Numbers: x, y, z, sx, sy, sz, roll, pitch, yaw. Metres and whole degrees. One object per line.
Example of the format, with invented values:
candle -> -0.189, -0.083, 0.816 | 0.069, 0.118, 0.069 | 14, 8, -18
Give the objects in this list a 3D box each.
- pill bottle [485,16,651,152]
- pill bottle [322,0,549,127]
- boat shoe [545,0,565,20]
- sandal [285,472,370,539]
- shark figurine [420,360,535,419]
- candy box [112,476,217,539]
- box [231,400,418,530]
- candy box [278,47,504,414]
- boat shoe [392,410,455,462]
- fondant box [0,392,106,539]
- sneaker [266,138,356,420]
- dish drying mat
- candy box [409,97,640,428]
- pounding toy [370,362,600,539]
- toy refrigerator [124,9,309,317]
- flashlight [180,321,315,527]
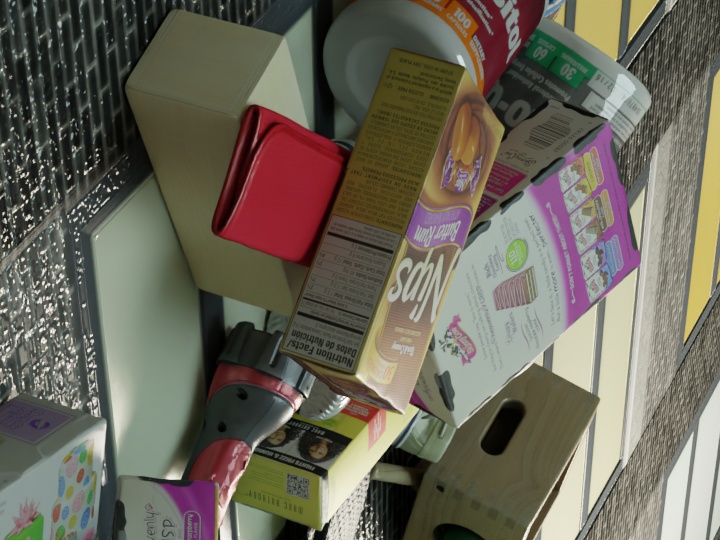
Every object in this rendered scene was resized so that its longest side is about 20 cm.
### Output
pill bottle -> 0.117, -0.079, 1.558 | 0.200, 0.113, 0.113 | -55, 159, 2
pill bottle -> 0.064, -0.183, 1.458 | 0.200, 0.113, 0.113 | -54, 152, -44
boat shoe -> 0.098, -0.180, 1.627 | 0.200, 0.072, 0.073 | -40, 147, -41
sandal -> -0.034, 0.203, 1.606 | 0.201, 0.048, 0.075 | 102, 15, -49
shark figurine -> 0.120, 0.032, 1.672 | 0.089, 0.128, 0.215 | -40, -146, 55
candy box -> -0.122, 0.233, 1.215 | 0.200, 0.061, 0.137 | 102, -10, -46
box -> -0.016, 0.109, 1.527 | 0.200, 0.075, 0.050 | -44, 144, -52
candy box -> 0.023, -0.021, 1.289 | 0.200, 0.056, 0.117 | -69, 160, -8
boat shoe -> 0.079, 0.068, 1.731 | 0.200, 0.062, 0.072 | -59, -172, -20
fondant box -> -0.203, 0.185, 1.120 | 0.144, 0.058, 0.201 | -35, 138, -60
sneaker -> 0.000, 0.000, 1.475 | 0.129, 0.079, 0.200 | -20, 114, -55
dish drying mat -> -0.033, -0.043, 1.231 | 0.200, 0.018, 0.077 | 20, 87, -70
candy box -> 0.099, -0.006, 1.449 | 0.200, 0.061, 0.137 | -39, 132, -25
pounding toy -> 0.095, 0.182, 1.825 | 0.200, 0.142, 0.184 | -55, 167, -36
toy refrigerator -> -0.072, -0.062, 1.250 | 0.070, 0.076, 0.200 | -62, 156, -28
flashlight -> -0.090, 0.136, 1.361 | 0.068, 0.068, 0.200 | 60, 49, -64
